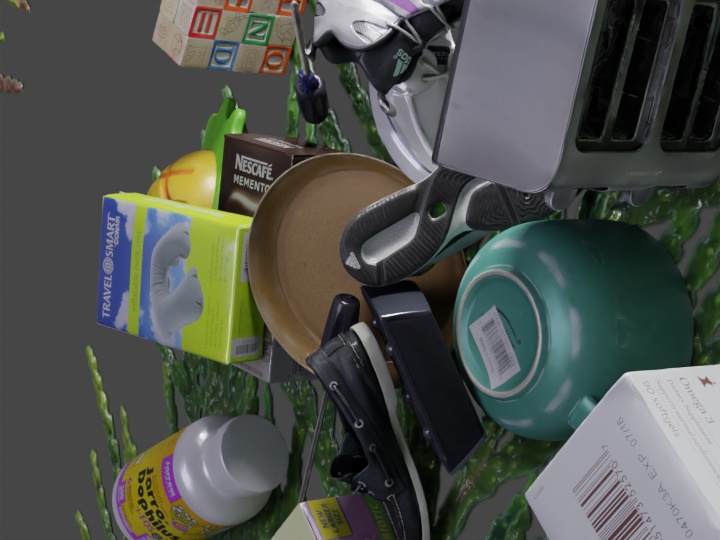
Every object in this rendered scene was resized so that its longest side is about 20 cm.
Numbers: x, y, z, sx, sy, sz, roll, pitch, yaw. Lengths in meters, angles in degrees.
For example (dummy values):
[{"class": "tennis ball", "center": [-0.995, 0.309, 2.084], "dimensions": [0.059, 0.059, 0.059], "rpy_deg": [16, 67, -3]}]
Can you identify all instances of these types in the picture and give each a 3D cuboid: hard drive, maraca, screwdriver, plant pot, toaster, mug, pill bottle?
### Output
[{"class": "hard drive", "center": [0.045, 0.070, 1.150], "dimensions": [0.200, 0.042, 0.136], "rpy_deg": [-127, 13, -84]}, {"class": "maraca", "center": [-0.148, -0.062, 1.460], "dimensions": [0.137, 0.106, 0.201], "rpy_deg": [45, 118, 62]}, {"class": "screwdriver", "center": [-0.029, 0.110, 1.289], "dimensions": [0.028, 0.029, 0.201], "rpy_deg": [17, 117, 10]}, {"class": "screwdriver", "center": [-0.050, -0.170, 1.281], "dimensions": [0.200, 0.029, 0.028], "rpy_deg": [67, -169, -70]}, {"class": "plant pot", "center": [0.000, 0.000, 1.266], "dimensions": [0.199, 0.027, 0.202], "rpy_deg": [8, 109, 24]}, {"class": "toaster", "center": [0.156, -0.144, 0.992], "dimensions": [0.118, 0.180, 0.202], "rpy_deg": [27, 112, 43]}, {"class": "mug", "center": [0.145, 0.045, 1.062], "dimensions": [0.185, 0.114, 0.153], "rpy_deg": [20, 107, 51]}, {"class": "pill bottle", "center": [-0.150, 0.199, 1.472], "dimensions": [0.200, 0.104, 0.105], "rpy_deg": [-33, 65, 49]}]

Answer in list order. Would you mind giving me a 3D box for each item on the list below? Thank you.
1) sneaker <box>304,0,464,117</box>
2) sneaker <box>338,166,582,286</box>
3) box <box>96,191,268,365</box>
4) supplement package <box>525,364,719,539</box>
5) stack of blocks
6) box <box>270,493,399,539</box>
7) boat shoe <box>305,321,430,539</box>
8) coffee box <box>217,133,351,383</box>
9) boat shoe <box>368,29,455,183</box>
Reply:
[{"class": "sneaker", "center": [0.048, -0.181, 1.159], "dimensions": [0.199, 0.078, 0.141], "rpy_deg": [4, 72, 35]}, {"class": "sneaker", "center": [0.076, -0.052, 1.153], "dimensions": [0.115, 0.199, 0.076], "rpy_deg": [17, -133, -89]}, {"class": "box", "center": [-0.166, 0.002, 1.372], "dimensions": [0.199, 0.047, 0.123], "rpy_deg": [13, 102, 39]}, {"class": "supplement package", "center": [0.219, 0.132, 0.895], "dimensions": [0.117, 0.199, 0.118], "rpy_deg": [60, 135, 32]}, {"class": "stack of blocks", "center": [-0.100, -0.280, 1.378], "dimensions": [0.059, 0.114, 0.201], "rpy_deg": [43, 123, 43]}, {"class": "box", "center": [-0.022, 0.317, 1.312], "dimensions": [0.200, 0.096, 0.177], "rpy_deg": [-56, 50, 39]}, {"class": "boat shoe", "center": [0.004, 0.144, 1.246], "dimensions": [0.074, 0.066, 0.201], "rpy_deg": [-137, 30, -63]}, {"class": "coffee box", "center": [-0.070, -0.013, 1.377], "dimensions": [0.113, 0.079, 0.202], "rpy_deg": [20, 107, 51]}, {"class": "boat shoe", "center": [0.045, -0.159, 1.223], "dimensions": [0.065, 0.073, 0.201], "rpy_deg": [-44, 58, 49]}]
